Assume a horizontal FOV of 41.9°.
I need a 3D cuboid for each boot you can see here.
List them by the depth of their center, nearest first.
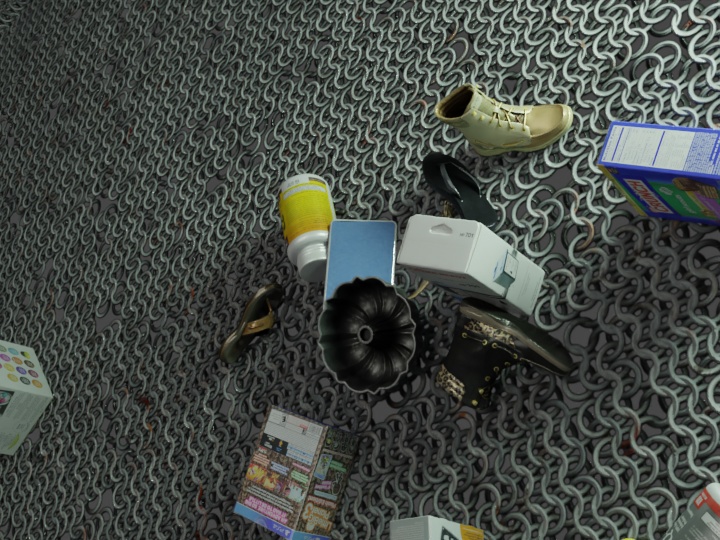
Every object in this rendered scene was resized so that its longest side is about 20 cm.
[{"bbox_3d":[0.219,0.149,1.469,0.198,0.073,0.152,29,109,18],"label":"boot"},{"bbox_3d":[0.239,-0.261,1.580,0.198,0.155,0.074,-6,67,40],"label":"boot"}]

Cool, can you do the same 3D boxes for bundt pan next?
[{"bbox_3d":[0.026,0.111,1.633,0.199,0.075,0.205,-1,88,31],"label":"bundt pan"}]

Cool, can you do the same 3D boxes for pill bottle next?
[{"bbox_3d":[0.417,0.374,1.163,0.201,0.115,0.116,-52,46,10],"label":"pill bottle"},{"bbox_3d":[-0.097,-0.081,1.835,0.109,0.109,0.202,-33,52,26],"label":"pill bottle"}]

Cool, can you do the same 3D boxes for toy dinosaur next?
[{"bbox_3d":[0.144,-0.019,1.643,0.101,0.058,0.202,14,80,60],"label":"toy dinosaur"}]

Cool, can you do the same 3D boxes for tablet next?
[{"bbox_3d":[0.000,0.000,1.737,0.128,0.014,0.203,2,70,7],"label":"tablet"}]

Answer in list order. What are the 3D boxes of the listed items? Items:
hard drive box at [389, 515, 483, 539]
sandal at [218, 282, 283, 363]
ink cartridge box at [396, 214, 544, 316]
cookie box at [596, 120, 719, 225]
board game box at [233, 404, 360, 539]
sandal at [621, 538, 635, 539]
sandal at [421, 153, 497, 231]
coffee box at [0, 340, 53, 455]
[{"bbox_3d":[0.115,0.472,1.363,0.076,0.155,0.203,-17,61,34],"label":"hard drive box"},{"bbox_3d":[-0.210,0.113,1.875,0.054,0.082,0.201,41,99,27],"label":"sandal"},{"bbox_3d":[0.176,-0.007,1.492,0.145,0.199,0.087,10,78,44],"label":"ink cartridge box"},{"bbox_3d":[0.459,-0.131,1.316,0.199,0.171,0.076,15,78,45],"label":"cookie box"},{"bbox_3d":[-0.111,0.360,1.657,0.158,0.096,0.203,11,79,44],"label":"board game box"},{"bbox_3d":[0.296,0.433,1.267,0.201,0.087,0.080,-52,48,13],"label":"sandal"},{"bbox_3d":[0.178,-0.146,1.643,0.075,0.043,0.201,-23,53,-19],"label":"sandal"},{"bbox_3d":[-0.919,0.307,2.335,0.201,0.197,0.200,-53,47,12],"label":"coffee box"}]
